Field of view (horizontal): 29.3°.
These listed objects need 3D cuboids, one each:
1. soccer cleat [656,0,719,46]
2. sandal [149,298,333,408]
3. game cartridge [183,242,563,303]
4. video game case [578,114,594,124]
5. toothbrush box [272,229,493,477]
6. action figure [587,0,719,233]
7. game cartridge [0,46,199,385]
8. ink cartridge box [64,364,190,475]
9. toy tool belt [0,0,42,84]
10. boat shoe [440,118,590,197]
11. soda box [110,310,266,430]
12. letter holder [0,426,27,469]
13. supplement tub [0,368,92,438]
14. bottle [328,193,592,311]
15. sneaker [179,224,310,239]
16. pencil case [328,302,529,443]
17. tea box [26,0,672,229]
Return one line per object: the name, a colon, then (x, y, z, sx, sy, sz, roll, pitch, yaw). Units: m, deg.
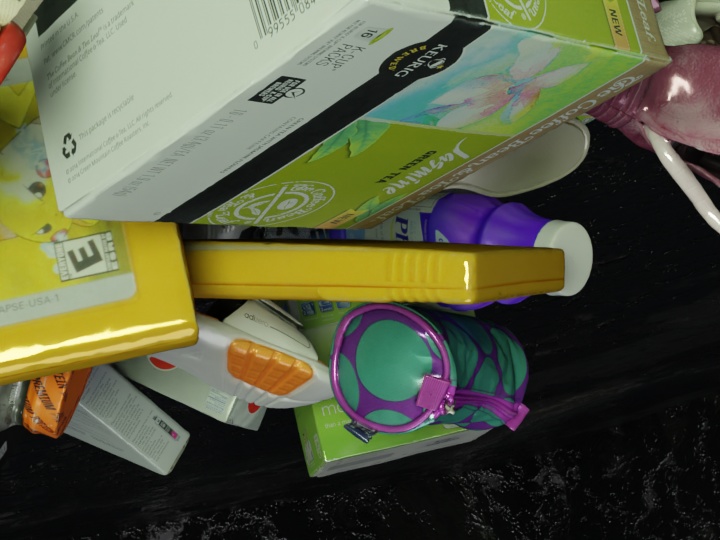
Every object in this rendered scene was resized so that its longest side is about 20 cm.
soccer cleat: (0.243, -0.134, 0.893, 0.199, 0.071, 0.086, 0, 161, -42)
sandal: (-0.091, 0.033, 0.887, 0.206, 0.060, 0.079, 27, 146, -35)
game cartridge: (0.000, 0.000, 0.772, 0.198, 0.033, 0.176, 4, -177, 25)
video game case: (0.069, -0.104, 0.940, 0.199, 0.023, 0.181, 1, 160, -42)
toothbrush box: (0.011, 0.045, 1.085, 0.144, 0.202, 0.086, -10, 165, -13)
action figure: (0.146, -0.099, 0.770, 0.198, 0.150, 0.134, 22, 145, -5)
game cartridge: (-0.190, -0.031, 0.661, 0.198, 0.178, 0.032, -11, 167, -11)
ink cartridge box: (-0.245, 0.062, 0.986, 0.195, 0.044, 0.200, 16, 155, 36)
toy tool belt: (-0.217, -0.082, 0.547, 0.122, 0.126, 0.199, 34, 154, -19)
boat shoe: (0.051, -0.080, 0.888, 0.198, 0.057, 0.067, -13, 130, -17)
soda box: (-0.157, 0.048, 1.007, 0.198, 0.064, 0.068, 22, 176, 19)
letter holder: (-0.297, 0.082, 0.900, 0.141, 0.101, 0.200, 33, 161, -3)
supplement tub: (-0.239, 0.012, 0.737, 0.198, 0.124, 0.123, 19, 161, -3)
bottle: (0.065, -0.015, 0.938, 0.199, 0.084, 0.065, 8, -153, 46)
sneaker: (-0.079, -0.038, 0.953, 0.113, 0.076, 0.200, -7, 170, -27)
pencil case: (0.051, 0.070, 0.931, 0.085, 0.092, 0.200, -54, 159, 10)
tea box: (-0.011, -0.116, 0.597, 0.195, 0.135, 0.199, -1, 161, -44)
